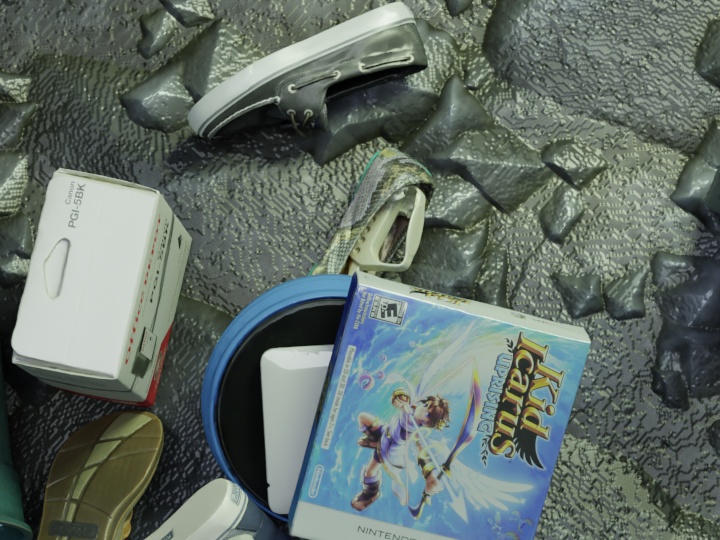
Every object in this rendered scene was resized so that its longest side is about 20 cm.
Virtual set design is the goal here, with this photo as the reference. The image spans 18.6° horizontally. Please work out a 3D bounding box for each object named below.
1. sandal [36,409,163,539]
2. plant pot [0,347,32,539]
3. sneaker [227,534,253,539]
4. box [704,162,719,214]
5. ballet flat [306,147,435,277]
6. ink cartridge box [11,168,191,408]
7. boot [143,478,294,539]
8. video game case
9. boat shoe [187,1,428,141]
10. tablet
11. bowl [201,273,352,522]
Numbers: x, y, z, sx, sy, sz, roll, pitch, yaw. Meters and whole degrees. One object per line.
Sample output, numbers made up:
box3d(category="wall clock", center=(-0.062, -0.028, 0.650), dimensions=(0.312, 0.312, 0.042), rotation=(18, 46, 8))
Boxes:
box3d(category="sandal", center=(-0.207, 0.198, 1.702), dimensions=(0.080, 0.054, 0.201), rotation=(8, 60, 14))
box3d(category="plant pot", center=(-0.349, 0.110, 1.674), dimensions=(0.199, 0.200, 0.197), rotation=(-3, 72, 3))
box3d(category="sneaker", center=(-0.126, 0.271, 1.569), dimensions=(0.129, 0.200, 0.080), rotation=(-19, 124, 9))
box3d(category="box", center=(0.354, -0.130, 1.667), dimensions=(0.105, 0.184, 0.201), rotation=(27, 84, 8))
box3d(category="ballet flat", center=(0.000, 0.000, 1.719), dimensions=(0.072, 0.072, 0.201), rotation=(27, 82, 7))
box3d(category="ink cartridge box", center=(-0.192, 0.018, 1.665), dimensions=(0.082, 0.200, 0.148), rotation=(12, 82, 4))
box3d(category="boot", center=(-0.142, 0.251, 1.692), dimensions=(0.200, 0.073, 0.090), rotation=(-38, 115, 18))
box3d(category="video game case", center=(0.057, 0.120, 1.638), dimensions=(0.180, 0.045, 0.201), rotation=(14, 101, -7))
box3d(category="boat shoe", center=(-0.038, -0.143, 1.753), dimensions=(0.199, 0.070, 0.066), rotation=(-26, 79, -9))
box3d(category="tablet", center=(0.026, 0.117, 1.666), dimensions=(0.199, 0.014, 0.131), rotation=(-3, 103, -2))
box3d(category="bowl", center=(-0.022, 0.104, 1.687), dimensions=(0.199, 0.039, 0.202), rotation=(-1, 103, -3))
